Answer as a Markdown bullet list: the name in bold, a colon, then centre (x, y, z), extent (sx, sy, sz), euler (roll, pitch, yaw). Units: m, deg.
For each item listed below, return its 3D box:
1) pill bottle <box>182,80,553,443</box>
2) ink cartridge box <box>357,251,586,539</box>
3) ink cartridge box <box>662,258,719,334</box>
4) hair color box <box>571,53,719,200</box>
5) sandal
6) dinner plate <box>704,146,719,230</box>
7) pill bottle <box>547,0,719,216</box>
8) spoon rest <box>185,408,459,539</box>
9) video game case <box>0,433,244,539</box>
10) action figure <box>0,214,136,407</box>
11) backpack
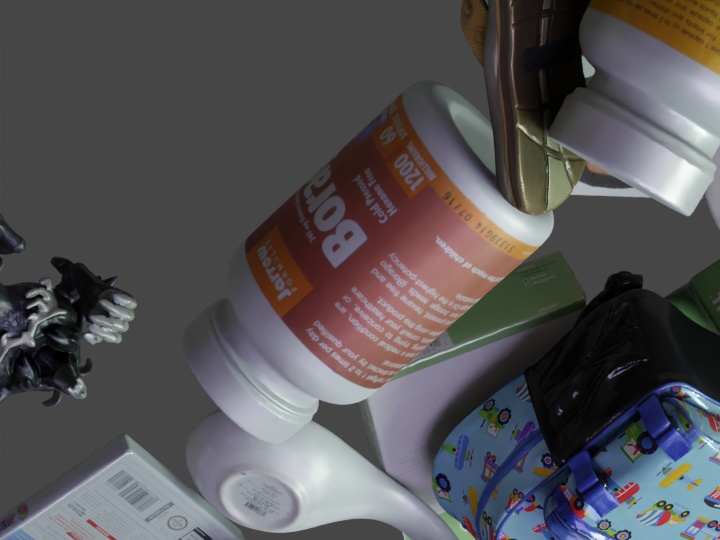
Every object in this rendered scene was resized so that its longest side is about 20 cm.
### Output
- **pill bottle**: centre (0.000, 0.000, 1.365), extent (0.200, 0.112, 0.112), euler (-42, 136, 17)
- **ink cartridge box**: centre (0.075, 0.090, 1.546), extent (0.145, 0.048, 0.201), euler (-21, 140, -7)
- **ink cartridge box**: centre (0.274, 0.023, 1.569), extent (0.200, 0.059, 0.104), euler (-34, 140, 9)
- **hair color box**: centre (0.204, -0.093, 1.356), extent (0.199, 0.061, 0.102), euler (2, 132, 5)
- **sandal**: centre (0.082, -0.129, 1.279), extent (0.080, 0.054, 0.201), euler (-13, 110, -43)
- **dinner plate**: centre (0.283, -0.050, 1.332), extent (0.199, 0.024, 0.201), euler (2, 133, 2)
- **pill bottle**: centre (0.179, -0.134, 1.246), extent (0.113, 0.113, 0.201), euler (26, 95, -42)
- **spoon rest**: centre (-0.016, 0.143, 1.510), extent (0.199, 0.061, 0.099), euler (34, 131, -12)
- **video game case**: centre (-0.186, 0.190, 1.534), extent (0.200, 0.018, 0.143), euler (-34, 139, 8)
- **action figure**: centre (-0.185, 0.026, 1.306), extent (0.119, 0.102, 0.200), euler (-39, 137, -3)
- **backpack**: centre (0.151, 0.125, 1.485), extent (0.200, 0.135, 0.182), euler (-40, 133, 21)
